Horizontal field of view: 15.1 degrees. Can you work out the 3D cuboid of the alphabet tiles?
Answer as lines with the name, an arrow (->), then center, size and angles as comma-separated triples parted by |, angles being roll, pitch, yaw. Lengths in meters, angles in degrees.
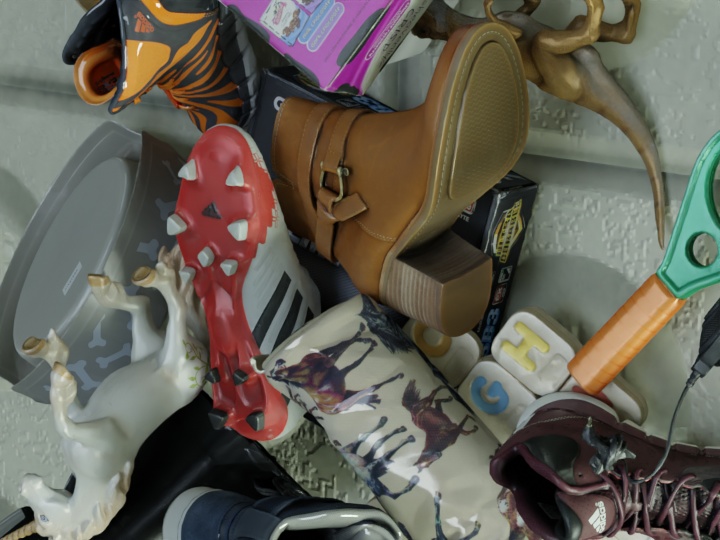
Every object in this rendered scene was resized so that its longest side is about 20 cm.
alphabet tiles -> 0.080, 0.121, 1.622 | 0.195, 0.015, 0.200 | 41, 118, 9

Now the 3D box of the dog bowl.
dog bowl -> -0.170, 0.000, 1.756 | 0.200, 0.059, 0.201 | -48, 26, 33

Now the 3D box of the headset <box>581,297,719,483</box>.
headset -> 0.217, 0.063, 1.452 | 0.094, 0.199, 0.124 | 109, 138, -80

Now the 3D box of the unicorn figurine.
unicorn figurine -> -0.153, 0.082, 1.644 | 0.074, 0.200, 0.138 | 40, 160, 50

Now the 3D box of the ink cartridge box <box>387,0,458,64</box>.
ink cartridge box -> -0.013, -0.237, 1.610 | 0.200, 0.084, 0.145 | 46, 121, 16

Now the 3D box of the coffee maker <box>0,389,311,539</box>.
coffee maker -> -0.139, 0.174, 1.711 | 0.200, 0.135, 0.192 | -47, 25, -3

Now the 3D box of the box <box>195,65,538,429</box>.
box -> 0.000, 0.000, 1.686 | 0.200, 0.050, 0.199 | 30, 117, 32

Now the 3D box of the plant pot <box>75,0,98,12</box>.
plant pot -> -0.132, -0.248, 1.764 | 0.199, 0.027, 0.201 | 8, 102, 39

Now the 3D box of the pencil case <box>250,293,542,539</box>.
pencil case -> 0.027, 0.104, 1.587 | 0.089, 0.078, 0.200 | -41, 87, 10

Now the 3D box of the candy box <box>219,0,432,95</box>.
candy box -> -0.041, -0.212, 1.531 | 0.200, 0.061, 0.137 | 42, 104, 17

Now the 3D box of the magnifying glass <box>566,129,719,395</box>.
magnifying glass -> 0.187, -0.006, 1.522 | 0.080, 0.022, 0.200 | 50, 117, 20

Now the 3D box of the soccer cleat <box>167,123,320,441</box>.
soccer cleat -> -0.062, 0.004, 1.642 | 0.068, 0.085, 0.201 | 4, 111, 36

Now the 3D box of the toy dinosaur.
toy dinosaur -> 0.123, -0.117, 1.557 | 0.200, 0.060, 0.106 | 34, 120, 4

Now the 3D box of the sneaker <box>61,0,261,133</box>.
sneaker -> -0.127, -0.128, 1.668 | 0.078, 0.112, 0.200 | 44, 161, 25

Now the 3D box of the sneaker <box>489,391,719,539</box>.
sneaker -> 0.160, 0.137, 1.512 | 0.199, 0.115, 0.076 | 18, 112, 22

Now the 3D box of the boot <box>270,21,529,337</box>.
boot -> 0.013, -0.073, 1.573 | 0.154, 0.074, 0.201 | 33, 125, 36

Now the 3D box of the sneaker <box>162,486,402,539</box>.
sneaker -> -0.002, 0.192, 1.581 | 0.146, 0.202, 0.077 | -5, 58, 55
